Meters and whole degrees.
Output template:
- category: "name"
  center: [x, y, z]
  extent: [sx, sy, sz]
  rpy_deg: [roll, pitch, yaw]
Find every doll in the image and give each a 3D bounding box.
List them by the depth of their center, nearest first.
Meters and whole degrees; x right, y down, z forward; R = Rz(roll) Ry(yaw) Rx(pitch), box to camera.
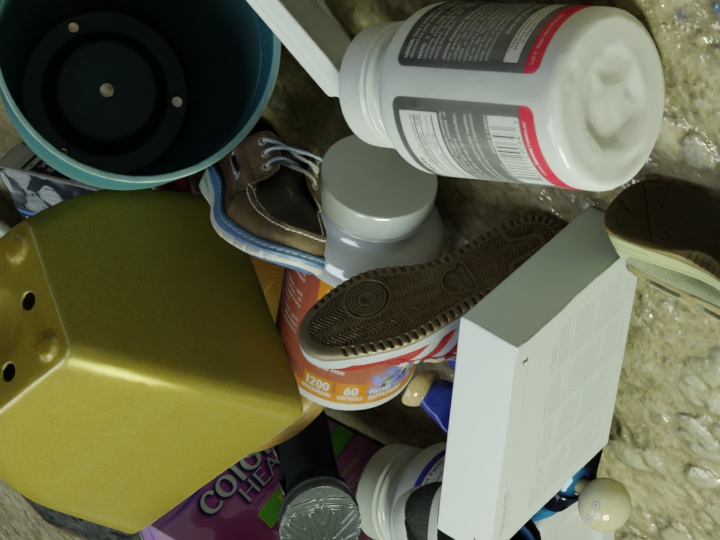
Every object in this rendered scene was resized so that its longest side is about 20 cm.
- category: "doll"
  center: [0.122, 0.130, 1.668]
  extent: [0.200, 0.048, 0.137]
  rpy_deg: [36, 111, 28]

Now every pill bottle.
- category: "pill bottle"
  center: [0.082, -0.112, 1.395]
  extent: [0.199, 0.111, 0.111]
  rpy_deg: [9, 136, 45]
- category: "pill bottle"
  center: [0.000, 0.000, 1.626]
  extent: [0.112, 0.112, 0.201]
  rpy_deg: [32, 141, 19]
- category: "pill bottle"
  center: [0.094, 0.200, 1.778]
  extent: [0.199, 0.112, 0.113]
  rpy_deg: [12, 138, 42]

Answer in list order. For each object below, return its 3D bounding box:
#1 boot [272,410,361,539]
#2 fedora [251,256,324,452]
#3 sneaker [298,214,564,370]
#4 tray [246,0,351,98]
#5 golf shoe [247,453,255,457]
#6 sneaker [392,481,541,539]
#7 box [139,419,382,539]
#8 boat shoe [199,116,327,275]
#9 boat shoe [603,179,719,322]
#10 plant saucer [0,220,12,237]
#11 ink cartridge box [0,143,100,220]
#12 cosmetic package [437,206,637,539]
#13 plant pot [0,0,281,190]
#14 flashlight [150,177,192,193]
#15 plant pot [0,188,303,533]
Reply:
- category: "boot"
  center: [-0.044, 0.143, 1.813]
  extent: [0.165, 0.065, 0.201]
  rpy_deg: [85, 175, -52]
- category: "fedora"
  center: [-0.094, 0.045, 1.778]
  extent: [0.200, 0.201, 0.082]
  rpy_deg: [41, -177, 5]
- category: "sneaker"
  center: [0.056, 0.041, 1.559]
  extent: [0.113, 0.199, 0.072]
  rpy_deg: [80, 167, -54]
- category: "tray"
  center: [-0.063, -0.190, 1.480]
  extent: [0.200, 0.022, 0.108]
  rpy_deg: [49, -166, -20]
- category: "golf shoe"
  center: [-0.144, 0.089, 1.963]
  extent: [0.200, 0.077, 0.088]
  rpy_deg: [51, 161, 22]
- category: "sneaker"
  center: [0.098, 0.249, 1.656]
  extent: [0.112, 0.073, 0.201]
  rpy_deg: [-23, 89, 50]
- category: "box"
  center: [-0.058, 0.223, 1.929]
  extent: [0.199, 0.176, 0.097]
  rpy_deg: [25, 146, 31]
- category: "boat shoe"
  center: [-0.064, -0.058, 1.538]
  extent: [0.072, 0.073, 0.200]
  rpy_deg: [18, -167, -25]
- category: "boat shoe"
  center: [0.240, 0.006, 1.395]
  extent: [0.200, 0.073, 0.063]
  rpy_deg: [23, 152, 37]
- category: "plant saucer"
  center: [-0.317, 0.028, 2.093]
  extent: [0.200, 0.050, 0.200]
  rpy_deg: [37, 160, 15]
- category: "ink cartridge box"
  center: [-0.226, -0.049, 1.929]
  extent: [0.199, 0.039, 0.100]
  rpy_deg: [12, 137, 42]
- category: "cosmetic package"
  center: [0.121, 0.077, 1.515]
  extent: [0.051, 0.151, 0.201]
  rpy_deg: [27, 136, 25]
- category: "plant pot"
  center: [-0.171, -0.145, 1.599]
  extent: [0.200, 0.200, 0.188]
  rpy_deg: [45, 165, -3]
- category: "flashlight"
  center: [-0.146, -0.028, 1.835]
  extent: [0.067, 0.068, 0.201]
  rpy_deg: [-13, 128, 21]
- category: "plant pot"
  center: [-0.198, 0.055, 1.630]
  extent: [0.194, 0.199, 0.197]
  rpy_deg: [-36, 60, 26]
